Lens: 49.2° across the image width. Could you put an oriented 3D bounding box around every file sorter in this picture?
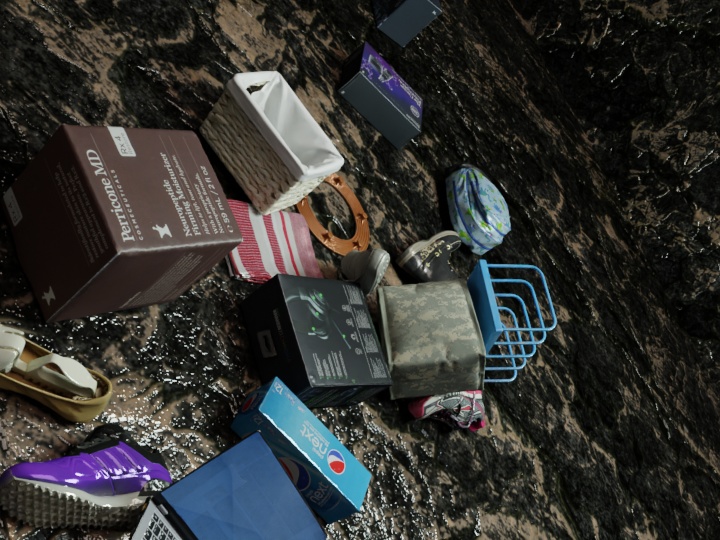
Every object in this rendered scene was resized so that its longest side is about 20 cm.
[{"bbox_3d":[0.246,0.096,1.395,0.120,0.201,0.141,0,56,-14],"label":"file sorter"}]

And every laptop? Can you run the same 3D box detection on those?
[{"bbox_3d":[-0.140,0.310,0.810,0.201,0.114,0.189,-73,144,-51],"label":"laptop"}]

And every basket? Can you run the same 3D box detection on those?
[{"bbox_3d":[-0.148,-0.207,1.285,0.201,0.123,0.135,53,31,5],"label":"basket"}]

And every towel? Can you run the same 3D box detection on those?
[{"bbox_3d":[-0.144,-0.043,1.257,0.198,0.023,0.146,9,55,-50],"label":"towel"}]

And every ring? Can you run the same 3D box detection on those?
[{"bbox_3d":[-0.050,-0.116,1.452,0.199,0.019,0.203,34,40,-33],"label":"ring"}]

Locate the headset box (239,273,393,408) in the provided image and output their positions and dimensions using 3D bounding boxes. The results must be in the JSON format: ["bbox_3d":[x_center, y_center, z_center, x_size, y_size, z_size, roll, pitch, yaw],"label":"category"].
[{"bbox_3d":[-0.068,0.107,1.160,0.198,0.092,0.176,7,57,-51],"label":"headset box"}]

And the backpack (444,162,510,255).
[{"bbox_3d":[0.268,-0.135,1.804,0.163,0.152,0.202,42,47,-32],"label":"backpack"}]

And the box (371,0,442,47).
[{"bbox_3d":[0.115,-0.730,2.091,0.106,0.148,0.203,24,44,-39],"label":"box"}]

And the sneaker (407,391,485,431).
[{"bbox_3d":[0.160,0.241,1.364,0.198,0.080,0.076,8,62,-49],"label":"sneaker"}]

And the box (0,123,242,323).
[{"bbox_3d":[-0.284,-0.058,0.946,0.199,0.163,0.168,-10,70,-56],"label":"box"}]

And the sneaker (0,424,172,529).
[{"bbox_3d":[-0.282,0.207,0.816,0.199,0.069,0.101,27,37,-47],"label":"sneaker"}]

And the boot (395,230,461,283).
[{"bbox_3d":[0.171,0.004,1.571,0.151,0.073,0.199,53,34,15],"label":"boot"}]

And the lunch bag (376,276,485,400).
[{"bbox_3d":[0.113,0.103,1.322,0.119,0.161,0.202,84,0,-47],"label":"lunch bag"}]

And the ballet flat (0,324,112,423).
[{"bbox_3d":[-0.348,0.094,0.821,0.199,0.063,0.069,34,38,-32],"label":"ballet flat"}]

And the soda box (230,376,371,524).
[{"bbox_3d":[-0.077,0.243,1.055,0.200,0.064,0.068,48,33,-14],"label":"soda box"}]

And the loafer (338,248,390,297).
[{"bbox_3d":[0.000,0.000,1.289,0.069,0.200,0.071,30,73,-2],"label":"loafer"}]

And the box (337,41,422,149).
[{"bbox_3d":[0.049,-0.395,1.776,0.199,0.078,0.142,39,39,-26],"label":"box"}]
